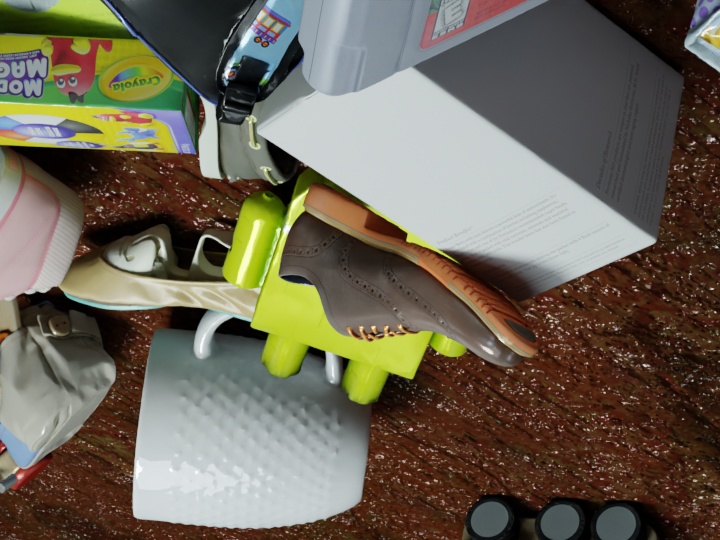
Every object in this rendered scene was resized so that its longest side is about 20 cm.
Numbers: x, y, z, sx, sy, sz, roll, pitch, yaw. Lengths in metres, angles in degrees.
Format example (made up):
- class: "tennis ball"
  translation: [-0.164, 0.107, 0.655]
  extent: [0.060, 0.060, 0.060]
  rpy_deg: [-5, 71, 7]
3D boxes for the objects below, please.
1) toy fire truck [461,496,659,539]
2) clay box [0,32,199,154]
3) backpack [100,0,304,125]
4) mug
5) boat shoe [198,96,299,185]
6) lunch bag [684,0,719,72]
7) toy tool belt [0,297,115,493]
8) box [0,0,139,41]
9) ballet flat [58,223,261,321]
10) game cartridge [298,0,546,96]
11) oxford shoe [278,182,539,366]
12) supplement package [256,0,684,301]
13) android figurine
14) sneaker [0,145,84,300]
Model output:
- class: "toy fire truck"
  translation: [0.167, 0.315, 1.435]
  extent: [0.174, 0.202, 0.129]
  rpy_deg: [0, 144, 22]
- class: "clay box"
  translation: [-0.201, -0.108, 1.023]
  extent: [0.197, 0.048, 0.115]
  rpy_deg: [1, 171, 0]
- class: "backpack"
  translation: [-0.049, -0.203, 0.805]
  extent: [0.199, 0.135, 0.182]
  rpy_deg: [-36, 128, 17]
- class: "mug"
  translation: [-0.078, 0.105, 1.294]
  extent: [0.173, 0.148, 0.202]
  rpy_deg: [6, 119, -3]
- class: "boat shoe"
  translation: [-0.064, -0.116, 1.004]
  extent: [0.060, 0.073, 0.202]
  rpy_deg: [12, 154, 2]
- class: "lunch bag"
  translation: [0.245, -0.172, 0.697]
  extent: [0.127, 0.171, 0.199]
  rpy_deg: [33, 147, -22]
- class: "toy tool belt"
  translation: [-0.286, 0.093, 1.391]
  extent: [0.123, 0.125, 0.200]
  rpy_deg: [49, 141, 5]
- class: "box"
  translation: [-0.193, -0.208, 0.938]
  extent: [0.121, 0.048, 0.201]
  rpy_deg: [-1, 145, 23]
- class: "ballet flat"
  translation: [-0.126, -0.004, 1.220]
  extent: [0.197, 0.069, 0.064]
  rpy_deg: [6, 119, 9]
- class: "game cartridge"
  translation: [0.063, -0.166, 0.784]
  extent: [0.041, 0.199, 0.134]
  rpy_deg: [50, 155, 25]
- class: "oxford shoe"
  translation: [0.026, 0.018, 1.007]
  extent: [0.199, 0.073, 0.071]
  rpy_deg: [33, -177, 43]
- class: "supplement package"
  translation: [0.065, -0.094, 0.934]
  extent: [0.199, 0.121, 0.121]
  rpy_deg: [32, 146, -25]
- class: "android figurine"
  translation: [0.000, 0.000, 1.133]
  extent: [0.180, 0.041, 0.201]
  rpy_deg: [17, 126, -3]
- class: "sneaker"
  translation: [-0.267, 0.008, 1.153]
  extent: [0.200, 0.076, 0.104]
  rpy_deg: [-47, 141, 15]
